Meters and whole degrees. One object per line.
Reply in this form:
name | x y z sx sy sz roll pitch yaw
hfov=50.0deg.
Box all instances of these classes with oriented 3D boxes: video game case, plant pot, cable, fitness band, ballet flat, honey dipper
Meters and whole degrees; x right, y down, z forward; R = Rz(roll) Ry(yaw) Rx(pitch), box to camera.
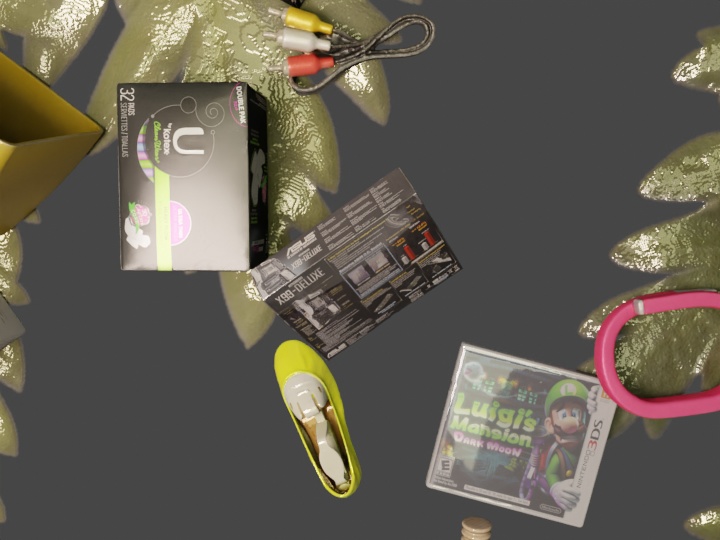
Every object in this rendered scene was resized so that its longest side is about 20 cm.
video game case | 0.196 0.199 0.935 0.198 0.023 0.184 14 95 2
plant pot | -0.450 -0.135 0.861 0.199 0.200 0.177 36 107 -1
cable | -0.013 -0.253 0.891 0.197 0.050 0.099 1 96 4
fitness band | 0.373 0.097 0.902 0.197 0.037 0.146 -6 93 -4
ballet flat | -0.050 0.180 0.924 0.066 0.067 0.202 -22 93 5
honey dipper | 0.138 0.406 0.950 0.037 0.038 0.203 2 97 3

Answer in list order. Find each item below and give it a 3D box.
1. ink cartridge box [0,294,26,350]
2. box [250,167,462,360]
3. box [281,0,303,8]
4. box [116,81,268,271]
ink cartridge box | -0.498 0.095 0.873 0.144 0.200 0.084 -35 95 5
box | 0.000 0.000 0.865 0.199 0.158 0.050 -35 50 5
box | -0.153 -0.367 0.835 0.198 0.160 0.050 27 96 1
box | -0.185 -0.102 0.878 0.146 0.124 0.203 0 94 3
